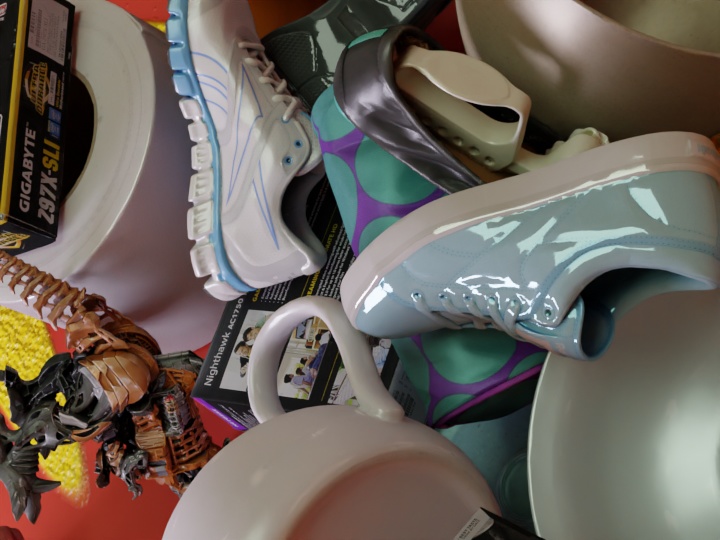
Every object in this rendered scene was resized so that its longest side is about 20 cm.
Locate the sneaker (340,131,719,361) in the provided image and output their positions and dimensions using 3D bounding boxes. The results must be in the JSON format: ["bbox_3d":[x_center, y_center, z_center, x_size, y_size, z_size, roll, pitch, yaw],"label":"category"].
[{"bbox_3d":[0.075,0.006,0.819,0.199,0.074,0.083,-24,59,32],"label":"sneaker"}]

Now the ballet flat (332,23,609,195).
[{"bbox_3d":[0.076,-0.052,0.878,0.068,0.199,0.068,-42,19,55],"label":"ballet flat"}]

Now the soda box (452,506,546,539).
[{"bbox_3d":[0.085,0.203,0.815,0.063,0.201,0.071,22,56,42],"label":"soda box"}]

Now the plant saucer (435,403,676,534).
[{"bbox_3d":[0.097,0.117,0.951,0.199,0.036,0.202,-17,63,35],"label":"plant saucer"}]

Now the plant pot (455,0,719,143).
[{"bbox_3d":[0.129,-0.132,0.938,0.201,0.198,0.135,67,148,34],"label":"plant pot"}]

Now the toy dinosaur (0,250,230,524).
[{"bbox_3d":[-0.156,0.072,1.083,0.135,0.102,0.201,-29,91,15],"label":"toy dinosaur"}]

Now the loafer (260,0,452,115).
[{"bbox_3d":[-0.004,-0.131,1.071,0.200,0.063,0.072,-42,68,23],"label":"loafer"}]

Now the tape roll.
[{"bbox_3d":[-0.159,-0.057,1.164,0.201,0.139,0.205,-16,64,36],"label":"tape roll"}]

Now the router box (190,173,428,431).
[{"bbox_3d":[0.000,0.000,1.046,0.148,0.051,0.202,4,65,41],"label":"router box"}]

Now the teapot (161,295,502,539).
[{"bbox_3d":[-0.031,0.149,0.894,0.200,0.198,0.145,-44,32,-24],"label":"teapot"}]

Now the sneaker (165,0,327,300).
[{"bbox_3d":[-0.055,-0.088,1.030,0.086,0.075,0.202,-7,93,24],"label":"sneaker"}]

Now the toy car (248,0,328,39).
[{"bbox_3d":[-0.058,-0.224,1.147,0.151,0.173,0.201,103,172,-50],"label":"toy car"}]

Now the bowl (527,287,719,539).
[{"bbox_3d":[0.175,0.083,0.824,0.200,0.090,0.203,-20,64,47],"label":"bowl"}]

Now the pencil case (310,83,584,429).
[{"bbox_3d":[0.043,-0.020,0.940,0.092,0.085,0.202,-26,72,17],"label":"pencil case"}]

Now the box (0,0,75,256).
[{"bbox_3d":[-0.266,-0.076,1.136,0.199,0.049,0.161,-15,66,37],"label":"box"}]

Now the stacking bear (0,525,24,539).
[{"bbox_3d":[-0.221,0.279,1.109,0.200,0.121,0.114,50,143,29],"label":"stacking bear"}]
